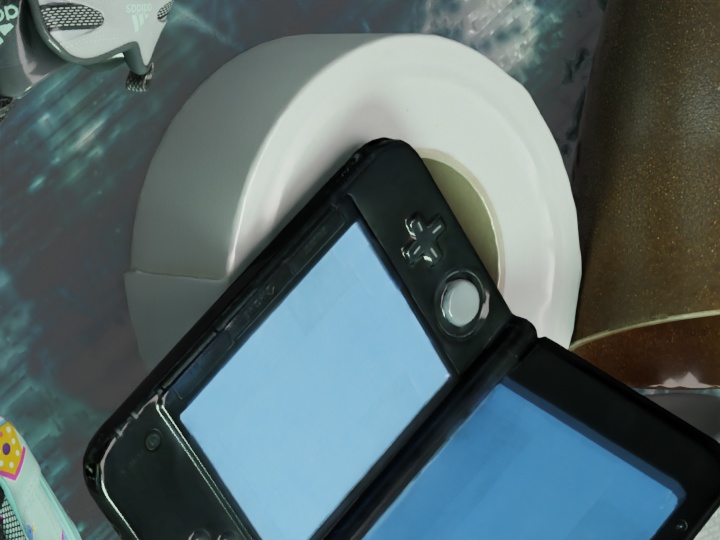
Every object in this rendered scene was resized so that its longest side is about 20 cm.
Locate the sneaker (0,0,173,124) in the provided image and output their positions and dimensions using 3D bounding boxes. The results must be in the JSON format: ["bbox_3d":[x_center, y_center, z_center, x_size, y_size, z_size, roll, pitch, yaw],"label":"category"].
[{"bbox_3d":[-0.141,-0.121,1.130,0.200,0.078,0.141,19,80,-41],"label":"sneaker"}]

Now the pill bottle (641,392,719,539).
[{"bbox_3d":[0.142,0.167,1.379,0.116,0.116,0.201,-25,110,-38],"label":"pill bottle"}]

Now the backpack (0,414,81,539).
[{"bbox_3d":[-0.173,0.150,1.058,0.154,0.175,0.201,-75,152,-50],"label":"backpack"}]

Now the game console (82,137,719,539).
[{"bbox_3d":[0.023,0.075,1.171,0.200,0.116,0.176,-48,123,-26],"label":"game console"}]

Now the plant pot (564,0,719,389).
[{"bbox_3d":[0.175,-0.061,1.366,0.186,0.187,0.201,9,73,-42],"label":"plant pot"}]

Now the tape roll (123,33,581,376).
[{"bbox_3d":[0.000,0.000,1.270,0.202,0.071,0.203,-5,97,-42],"label":"tape roll"}]
